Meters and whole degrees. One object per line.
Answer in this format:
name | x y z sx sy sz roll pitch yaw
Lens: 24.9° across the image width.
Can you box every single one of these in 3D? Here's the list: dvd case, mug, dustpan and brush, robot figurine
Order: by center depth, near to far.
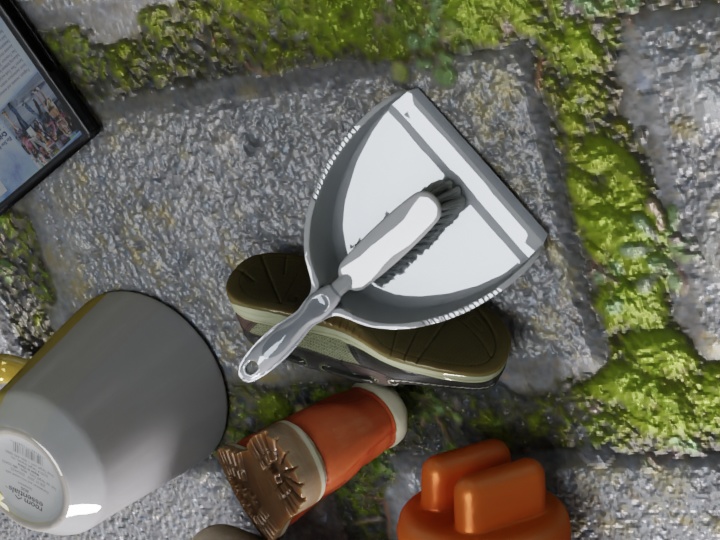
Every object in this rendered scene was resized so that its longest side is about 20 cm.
dustpan and brush | 0.000 0.000 1.028 0.200 0.057 0.140 -43 86 17
robot figurine | 0.083 0.216 1.088 0.143 0.117 0.201 4 108 21
dvd case | -0.289 -0.149 1.195 0.142 0.018 0.200 -32 94 37
mug | -0.212 0.120 1.197 0.186 0.153 0.150 -24 101 37

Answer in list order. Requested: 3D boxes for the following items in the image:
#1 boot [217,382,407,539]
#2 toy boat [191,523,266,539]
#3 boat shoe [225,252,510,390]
boot | -0.034 0.130 1.147 0.075 0.107 0.200 59 155 2
toy boat | -0.068 0.279 1.174 0.200 0.130 0.131 40 91 29
boat shoe | 0.006 0.042 1.087 0.200 0.072 0.066 15 141 19
